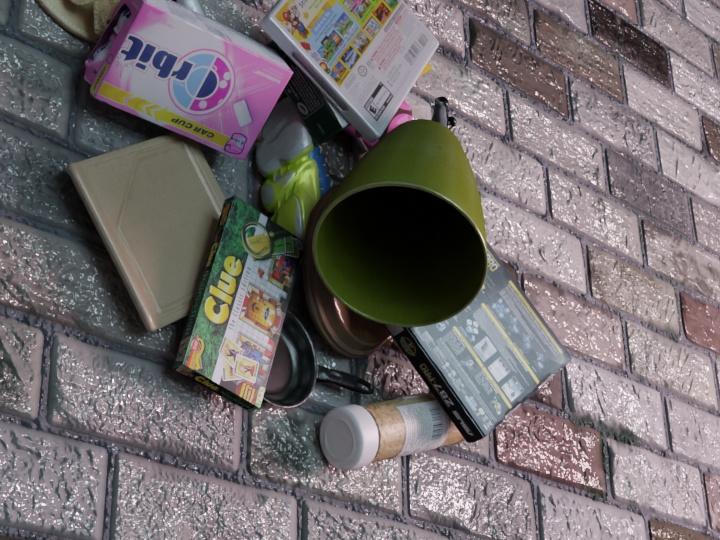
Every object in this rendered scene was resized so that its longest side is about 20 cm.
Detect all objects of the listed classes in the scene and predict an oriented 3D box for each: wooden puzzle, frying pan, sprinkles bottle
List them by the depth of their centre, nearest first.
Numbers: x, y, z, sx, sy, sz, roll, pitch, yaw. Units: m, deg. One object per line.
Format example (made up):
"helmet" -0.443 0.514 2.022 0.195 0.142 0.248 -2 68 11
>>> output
"wooden puzzle" -0.203 -0.045 1.356 0.199 0.037 0.186 -26 89 -54
"frying pan" -0.068 0.091 1.421 0.189 0.031 0.116 -2 73 -49
"sprinkles bottle" 0.044 0.177 1.465 0.199 0.068 0.069 -4 72 -47

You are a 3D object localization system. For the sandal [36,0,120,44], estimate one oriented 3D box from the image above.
"sandal" -0.250 -0.270 1.393 0.211 0.069 0.078 39 46 -25

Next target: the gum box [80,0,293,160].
"gum box" -0.187 -0.211 1.376 0.199 0.114 0.066 21 20 -34

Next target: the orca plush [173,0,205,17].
"orca plush" -0.238 -0.325 1.434 0.071 0.105 0.202 -27 100 -16

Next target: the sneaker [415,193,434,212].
"sneaker" 0.097 -0.017 1.601 0.080 0.071 0.201 -38 134 -14

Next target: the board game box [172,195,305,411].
"board game box" -0.123 0.033 1.348 0.104 0.023 0.202 31 58 -30

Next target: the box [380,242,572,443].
"box" 0.128 0.070 1.495 0.161 0.049 0.201 -37 89 -27

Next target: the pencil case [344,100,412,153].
"pencil case" -0.027 -0.219 1.591 0.199 0.090 0.094 37 75 -25

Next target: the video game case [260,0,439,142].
"video game case" -0.007 -0.270 1.484 0.182 0.023 0.201 46 47 -16

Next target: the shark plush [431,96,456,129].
"shark plush" 0.085 -0.119 1.575 0.091 0.201 0.083 38 45 7

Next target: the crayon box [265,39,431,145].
"crayon box" -0.014 -0.244 1.517 0.200 0.051 0.126 -38 97 -45

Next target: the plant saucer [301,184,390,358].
"plant saucer" 0.000 0.000 1.492 0.199 0.029 0.203 11 77 -56

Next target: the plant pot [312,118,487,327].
"plant pot" 0.055 -0.075 1.424 0.187 0.186 0.201 43 34 -21

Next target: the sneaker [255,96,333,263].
"sneaker" -0.065 -0.097 1.504 0.105 0.075 0.202 27 59 -49
